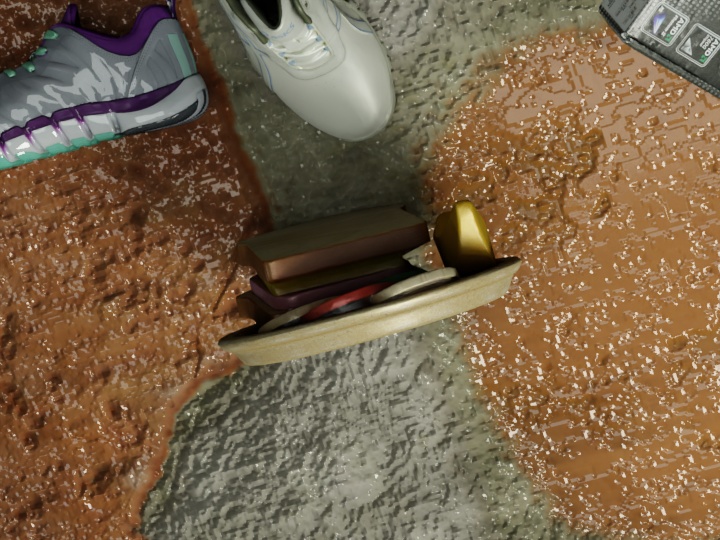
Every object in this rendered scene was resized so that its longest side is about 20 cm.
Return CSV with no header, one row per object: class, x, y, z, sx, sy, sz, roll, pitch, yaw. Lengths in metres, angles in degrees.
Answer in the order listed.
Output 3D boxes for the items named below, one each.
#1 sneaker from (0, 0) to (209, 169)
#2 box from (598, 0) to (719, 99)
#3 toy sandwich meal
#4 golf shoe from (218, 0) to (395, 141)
sneaker,-0.197,-0.113,1.312,0.200,0.074,0.088,-14,93,1
box,0.266,-0.177,1.207,0.193,0.048,0.200,27,110,-30
toy sandwich meal,0.000,0.000,1.258,0.205,0.205,0.070,-15,93,10
golf shoe,-0.046,-0.144,1.255,0.078,0.097,0.200,-29,117,15
